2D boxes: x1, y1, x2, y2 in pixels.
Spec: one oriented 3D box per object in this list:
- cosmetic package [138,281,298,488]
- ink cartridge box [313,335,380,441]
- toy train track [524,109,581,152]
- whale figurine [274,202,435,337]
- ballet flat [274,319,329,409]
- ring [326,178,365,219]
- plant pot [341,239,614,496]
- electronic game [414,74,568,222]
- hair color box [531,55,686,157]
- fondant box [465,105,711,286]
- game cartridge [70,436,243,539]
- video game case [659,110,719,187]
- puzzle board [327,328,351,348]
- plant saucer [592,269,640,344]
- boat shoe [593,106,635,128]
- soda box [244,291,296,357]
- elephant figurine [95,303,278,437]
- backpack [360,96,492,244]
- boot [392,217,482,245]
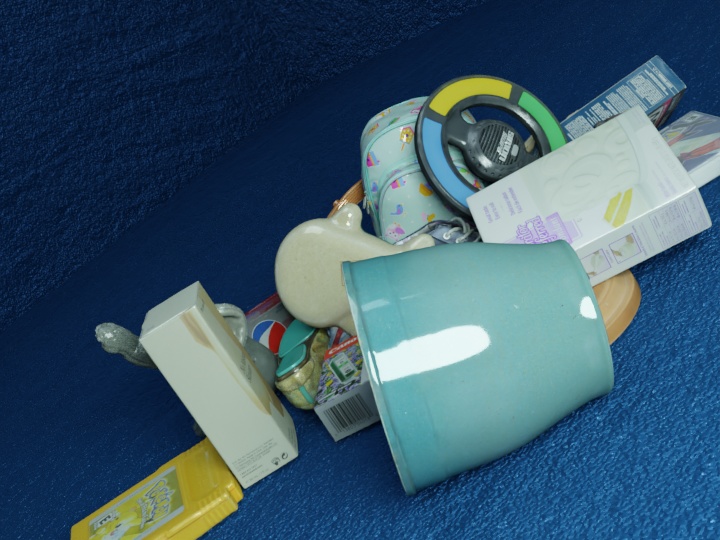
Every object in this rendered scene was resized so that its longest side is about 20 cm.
[{"bbox_3d":[-0.149,0.120,1.048,0.071,0.200,0.105,-31,17,1],"label":"cosmetic package"},{"bbox_3d":[0.014,0.099,1.080,0.109,0.050,0.200,-28,17,14],"label":"ink cartridge box"},{"bbox_3d":[0.273,-0.186,1.313,0.200,0.033,0.115,-15,-29,-48],"label":"toy train track"},{"bbox_3d":[0.000,0.000,1.158,0.199,0.160,0.104,-5,1,20],"label":"whale figurine"},{"bbox_3d":[-0.063,0.110,1.163,0.070,0.071,0.200,-30,13,8],"label":"ballet flat"},{"bbox_3d":[0.000,-0.060,1.366,0.019,0.201,0.200,37,63,27],"label":"ring"},{"bbox_3d":[0.100,0.063,0.813,0.187,0.201,0.200,-16,17,1],"label":"plant pot"},{"bbox_3d":[0.157,-0.140,1.141,0.200,0.200,0.042,-41,-5,-28],"label":"electronic game"},{"bbox_3d":[0.311,-0.178,1.248,0.200,0.061,0.100,-35,-16,-9],"label":"hair color box"},{"bbox_3d":[0.217,-0.058,0.959,0.199,0.058,0.145,-29,39,13],"label":"fondant box"},{"bbox_3d":[-0.226,0.267,1.066,0.200,0.033,0.176,-35,17,-7],"label":"game cartridge"},{"bbox_3d":[0.347,-0.118,1.146,0.199,0.023,0.182,-31,17,2],"label":"video game case"},{"bbox_3d":[0.004,0.047,1.304,0.150,0.017,0.200,-27,18,18],"label":"puzzle board"},{"bbox_3d":[0.177,0.049,0.965,0.200,0.032,0.200,-30,17,10],"label":"plant saucer"},{"bbox_3d":[0.280,-0.095,1.047,0.065,0.072,0.201,-13,47,26],"label":"boat shoe"},{"bbox_3d":[-0.141,0.095,1.304,0.200,0.070,0.063,-33,15,15],"label":"soda box"},{"bbox_3d":[-0.193,0.096,1.195,0.141,0.200,0.155,-25,18,23],"label":"elephant figurine"},{"bbox_3d":[0.087,-0.112,1.239,0.175,0.201,0.153,-13,21,10],"label":"backpack"},{"bbox_3d":[0.133,-0.026,1.150,0.199,0.091,0.073,-25,18,23],"label":"boot"}]
